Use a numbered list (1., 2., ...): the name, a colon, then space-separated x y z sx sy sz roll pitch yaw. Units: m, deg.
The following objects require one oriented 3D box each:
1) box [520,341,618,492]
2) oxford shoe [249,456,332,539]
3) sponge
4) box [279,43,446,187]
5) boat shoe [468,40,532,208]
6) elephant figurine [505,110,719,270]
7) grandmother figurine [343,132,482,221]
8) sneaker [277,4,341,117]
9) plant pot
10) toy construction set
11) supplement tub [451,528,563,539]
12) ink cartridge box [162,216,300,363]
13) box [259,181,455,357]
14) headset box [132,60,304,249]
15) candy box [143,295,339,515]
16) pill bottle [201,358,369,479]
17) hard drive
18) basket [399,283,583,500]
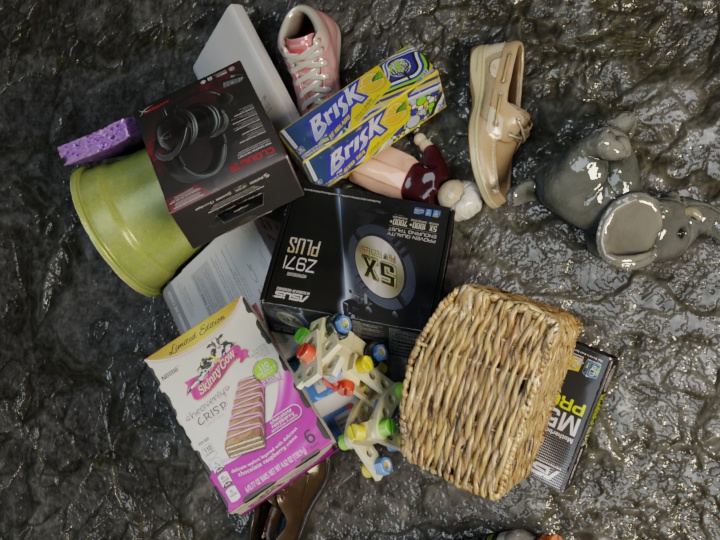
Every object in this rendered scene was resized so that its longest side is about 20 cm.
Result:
1. box: 0.176 0.138 1.034 0.199 0.044 0.162 23 95 25
2. oxford shoe: -0.089 0.268 1.126 0.072 0.084 0.202 10 84 30
3. sponge: -0.303 -0.183 1.210 0.111 0.200 0.030 -18 96 24
4. box: 0.004 -0.185 1.090 0.199 0.070 0.064 -35 57 -6
5. boat shoe: 0.167 -0.175 1.053 0.064 0.071 0.202 -5 82 26
6. elephant figurine: 0.293 -0.057 0.960 0.201 0.141 0.155 56 138 3
7. grandmother figurine: 0.062 -0.109 1.106 0.199 0.060 0.122 23 104 28
8. sneaker: -0.064 -0.246 1.152 0.075 0.105 0.202 -7 82 19
9. plant pot: -0.251 -0.097 1.196 0.183 0.200 0.201 -31 73 8
10. toy construction set: -0.015 0.123 0.954 0.091 0.200 0.132 -11 47 28
11. supplement tub: 0.134 0.358 0.990 0.199 0.122 0.124 -19 77 24
12. ink cartridge box: -0.144 0.057 1.161 0.175 0.084 0.201 -39 63 20
13. box: 0.000 0.000 1.045 0.198 0.086 0.165 11 64 7
14. headset box: -0.166 -0.132 1.052 0.148 0.077 0.201 -25 54 -2
15. candy box: -0.133 0.149 0.996 0.136 0.061 0.201 -34 71 -5
16. pill bottle: -0.097 0.180 1.073 0.199 0.112 0.113 -27 73 -3
17. hard drive: -0.156 -0.239 1.213 0.132 0.027 0.201 -44 67 43
18. basket: 0.131 0.120 0.948 0.142 0.149 0.202 20 95 22
